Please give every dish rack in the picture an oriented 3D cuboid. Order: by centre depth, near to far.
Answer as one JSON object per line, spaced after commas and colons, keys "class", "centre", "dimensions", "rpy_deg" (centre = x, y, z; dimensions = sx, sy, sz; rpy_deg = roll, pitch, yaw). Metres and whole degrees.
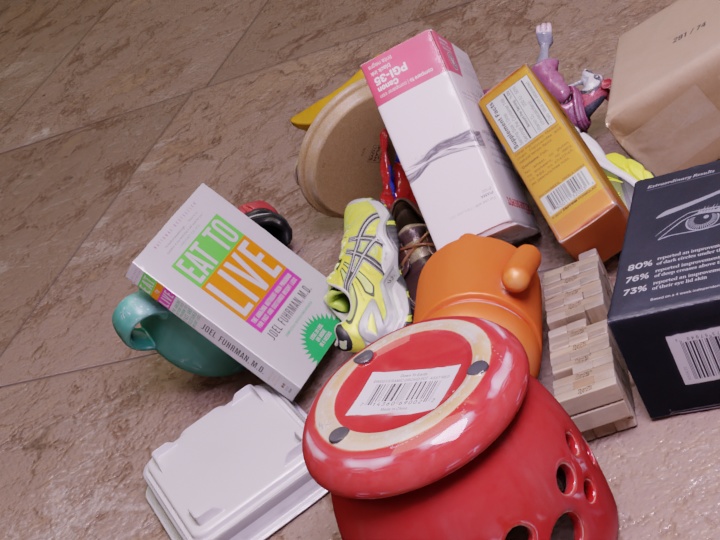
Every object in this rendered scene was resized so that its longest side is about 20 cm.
{"class": "dish rack", "centre": [-0.116, 0.178, 1.315], "dimensions": [0.171, 0.044, 0.200], "rpy_deg": [-35, 27, -11]}

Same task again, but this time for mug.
{"class": "mug", "centre": [-0.168, 0.030, 1.473], "dimensions": [0.115, 0.183, 0.153], "rpy_deg": [120, 153, -44]}

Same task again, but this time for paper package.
{"class": "paper package", "centre": [0.350, -0.203, 1.399], "dimensions": [0.199, 0.104, 0.191], "rpy_deg": [-30, 22, 29]}

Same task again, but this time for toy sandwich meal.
{"class": "toy sandwich meal", "centre": [0.008, -0.151, 1.590], "dimensions": [0.204, 0.206, 0.070], "rpy_deg": [-34, 48, -8]}

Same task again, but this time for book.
{"class": "book", "centre": [-0.114, 0.022, 1.397], "dimensions": [0.048, 0.199, 0.134], "rpy_deg": [-54, 0, 45]}

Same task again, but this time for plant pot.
{"class": "plant pot", "centre": [0.068, 0.145, 1.045], "dimensions": [0.198, 0.184, 0.201], "rpy_deg": [-22, 26, 11]}

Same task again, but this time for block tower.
{"class": "block tower", "centre": [0.190, 0.063, 1.202], "dimensions": [0.057, 0.054, 0.201], "rpy_deg": [-19, 28, 17]}

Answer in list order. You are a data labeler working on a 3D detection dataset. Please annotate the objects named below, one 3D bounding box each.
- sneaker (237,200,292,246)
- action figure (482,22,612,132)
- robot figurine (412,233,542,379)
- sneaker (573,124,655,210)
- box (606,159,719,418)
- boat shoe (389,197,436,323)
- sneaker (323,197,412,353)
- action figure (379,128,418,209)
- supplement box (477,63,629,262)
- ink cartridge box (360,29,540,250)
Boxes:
{"class": "sneaker", "centre": [-0.156, -0.006, 1.630], "dimensions": [0.200, 0.071, 0.098], "rpy_deg": [-39, 26, -21]}
{"class": "action figure", "centre": [0.178, -0.159, 1.502], "dimensions": [0.198, 0.135, 0.150], "rpy_deg": [-19, 29, 25]}
{"class": "robot figurine", "centre": [0.102, 0.048, 1.242], "dimensions": [0.142, 0.117, 0.201], "rpy_deg": [-20, 29, 19]}
{"class": "sneaker", "centre": [0.204, -0.085, 1.390], "dimensions": [0.085, 0.075, 0.199], "rpy_deg": [-44, 43, -15]}
{"class": "box", "centre": [0.292, 0.005, 1.145], "dimensions": [0.146, 0.105, 0.201], "rpy_deg": [-13, 31, 29]}
{"class": "boat shoe", "centre": [0.057, -0.013, 1.437], "dimensions": [0.071, 0.072, 0.201], "rpy_deg": [-24, 28, 10]}
{"class": "sneaker", "centre": [0.000, 0.000, 1.405], "dimensions": [0.075, 0.076, 0.201], "rpy_deg": [-3, 42, -9]}
{"class": "action figure", "centre": [0.055, -0.133, 1.539], "dimensions": [0.065, 0.203, 0.052], "rpy_deg": [-2, 23, -30]}
{"class": "supplement box", "centre": [0.183, -0.098, 1.332], "dimensions": [0.068, 0.066, 0.201], "rpy_deg": [-34, 50, 15]}
{"class": "ink cartridge box", "centre": [0.090, -0.117, 1.394], "dimensions": [0.082, 0.202, 0.146], "rpy_deg": [-24, -9, 16]}
